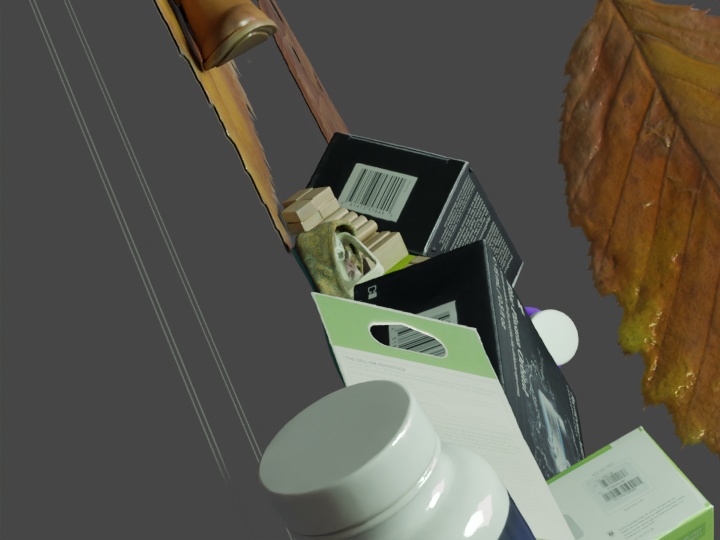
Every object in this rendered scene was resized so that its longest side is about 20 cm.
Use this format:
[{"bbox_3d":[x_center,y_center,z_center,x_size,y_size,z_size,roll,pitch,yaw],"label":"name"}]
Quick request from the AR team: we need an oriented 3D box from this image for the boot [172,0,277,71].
[{"bbox_3d":[-0.148,-0.264,1.650,0.155,0.074,0.200,61,-8,-11],"label":"boot"}]

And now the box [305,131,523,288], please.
[{"bbox_3d":[0.049,-0.027,1.737,0.148,0.104,0.200,16,-21,28],"label":"box"}]

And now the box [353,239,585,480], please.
[{"bbox_3d":[0.088,0.121,1.379,0.197,0.117,0.200,-93,157,-48],"label":"box"}]

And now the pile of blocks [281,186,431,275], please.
[{"bbox_3d":[0.000,0.000,1.598,0.200,0.062,0.082,32,-39,26],"label":"pile of blocks"}]

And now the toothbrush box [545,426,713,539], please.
[{"bbox_3d":[0.162,0.225,1.265,0.086,0.146,0.200,50,-18,40],"label":"toothbrush box"}]

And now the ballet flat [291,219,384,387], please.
[{"bbox_3d":[-0.005,0.024,1.488,0.071,0.071,0.200,57,6,-38],"label":"ballet flat"}]

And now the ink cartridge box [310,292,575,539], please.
[{"bbox_3d":[0.043,0.110,1.171,0.145,0.048,0.200,14,35,-34],"label":"ink cartridge box"}]

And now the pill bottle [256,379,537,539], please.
[{"bbox_3d":[0.035,0.153,0.864,0.200,0.111,0.111,59,5,-24],"label":"pill bottle"}]

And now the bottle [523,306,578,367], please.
[{"bbox_3d":[0.124,0.072,1.569,0.084,0.065,0.200,58,-21,0],"label":"bottle"}]
